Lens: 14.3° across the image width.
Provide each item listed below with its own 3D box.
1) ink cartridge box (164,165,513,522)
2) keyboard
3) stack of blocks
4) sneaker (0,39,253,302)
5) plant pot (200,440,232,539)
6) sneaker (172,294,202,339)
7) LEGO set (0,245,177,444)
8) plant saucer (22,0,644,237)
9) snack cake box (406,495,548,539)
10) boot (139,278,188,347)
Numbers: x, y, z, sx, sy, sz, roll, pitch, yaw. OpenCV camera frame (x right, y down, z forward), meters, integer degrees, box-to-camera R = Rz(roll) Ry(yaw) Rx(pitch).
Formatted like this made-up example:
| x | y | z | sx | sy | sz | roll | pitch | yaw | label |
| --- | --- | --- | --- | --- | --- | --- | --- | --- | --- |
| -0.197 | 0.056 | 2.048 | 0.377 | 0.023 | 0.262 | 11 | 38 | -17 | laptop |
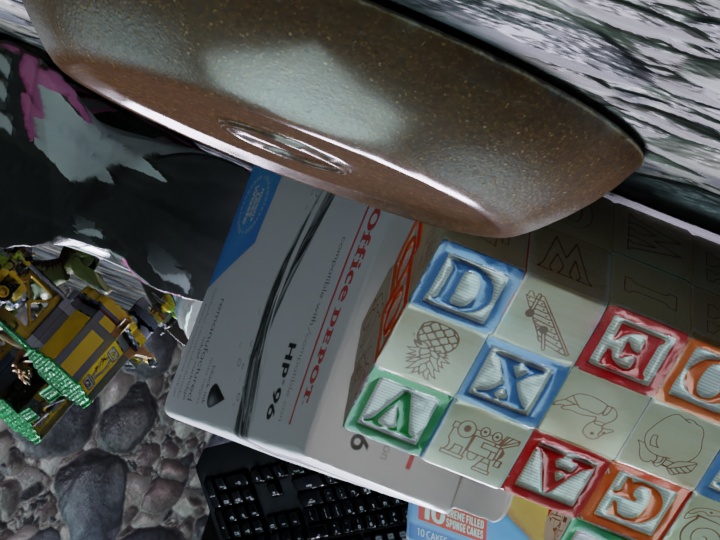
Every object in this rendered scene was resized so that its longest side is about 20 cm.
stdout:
| x | y | z | sx | sy | sz | roll | pitch | yaw | label |
| --- | --- | --- | --- | --- | --- | --- | --- | --- | --- |
| 0.004 | 0.021 | 1.087 | 0.068 | 0.117 | 0.200 | 22 | 174 | -23 | ink cartridge box |
| -0.003 | 0.122 | 1.360 | 0.199 | 0.105 | 0.040 | -16 | -171 | 44 | keyboard |
| 0.098 | 0.050 | 0.954 | 0.199 | 0.116 | 0.059 | 22 | -145 | -8 | stack of blocks |
| -0.131 | -0.045 | 1.193 | 0.199 | 0.081 | 0.086 | 29 | -177 | -25 | sneaker |
| 0.049 | 0.111 | 1.626 | 0.198 | 0.201 | 0.177 | 22 | 162 | -21 | plant pot |
| 0.000 | 0.000 | 1.306 | 0.199 | 0.074 | 0.082 | 13 | -140 | -35 | sneaker |
| -0.145 | -0.012 | 1.327 | 0.154 | 0.116 | 0.200 | 41 | 162 | 3 | LEGO set |
| -0.016 | -0.051 | 0.833 | 0.199 | 0.037 | 0.200 | 20 | 176 | 1 | plant saucer |
| 0.120 | 0.076 | 1.147 | 0.199 | 0.116 | 0.067 | 18 | -146 | 26 | snack cake box |
| -0.084 | -0.014 | 1.451 | 0.187 | 0.064 | 0.200 | 61 | 178 | -29 | boot |
